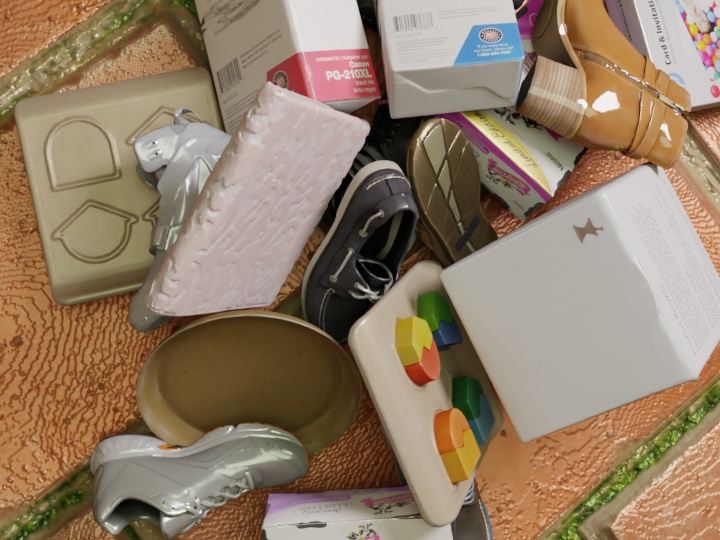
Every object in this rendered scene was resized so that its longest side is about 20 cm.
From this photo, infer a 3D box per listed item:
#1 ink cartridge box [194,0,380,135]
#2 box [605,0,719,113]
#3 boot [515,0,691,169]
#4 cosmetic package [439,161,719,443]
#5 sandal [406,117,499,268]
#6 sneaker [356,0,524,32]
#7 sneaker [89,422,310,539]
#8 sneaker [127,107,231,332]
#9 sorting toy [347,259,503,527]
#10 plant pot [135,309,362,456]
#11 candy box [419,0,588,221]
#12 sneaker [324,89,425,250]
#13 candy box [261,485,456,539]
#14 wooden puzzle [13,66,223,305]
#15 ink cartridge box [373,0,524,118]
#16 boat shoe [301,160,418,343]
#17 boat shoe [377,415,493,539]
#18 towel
[{"bbox_3d":[-0.076,-0.228,0.969,0.084,0.144,0.201,-12,86,-38],"label":"ink cartridge box"},{"bbox_3d":[0.341,-0.241,1.064,0.199,0.041,0.157,-13,86,-28],"label":"box"},{"bbox_3d":[0.234,-0.193,0.974,0.154,0.074,0.201,20,70,-6],"label":"boot"},{"bbox_3d":[0.207,0.021,0.941,0.166,0.200,0.168,-27,88,31],"label":"cosmetic package"},{"bbox_3d":[0.079,-0.054,0.994,0.080,0.054,0.201,-51,136,-23],"label":"sandal"},{"bbox_3d":[0.061,-0.255,1.042,0.198,0.066,0.091,5,88,-2],"label":"sneaker"},{"bbox_3d":[-0.142,0.196,0.944,0.198,0.076,0.092,-6,44,0],"label":"sneaker"},{"bbox_3d":[-0.168,-0.049,0.939,0.115,0.075,0.201,34,73,1],"label":"sneaker"},{"bbox_3d":[0.070,0.097,0.929,0.036,0.200,0.186,-19,98,26],"label":"sorting toy"},{"bbox_3d":[-0.098,0.103,0.946,0.198,0.201,0.028,2,42,-8],"label":"plant pot"},{"bbox_3d":[0.167,-0.165,1.019,0.136,0.061,0.200,41,60,-3],"label":"candy box"},{"bbox_3d":[0.021,-0.118,1.000,0.099,0.070,0.202,15,83,-50],"label":"sneaker"},{"bbox_3d":[0.005,0.298,0.941,0.166,0.072,0.202,-3,101,1],"label":"candy box"},{"bbox_3d":[-0.213,-0.079,0.997,0.184,0.046,0.201,-12,82,-10],"label":"wooden puzzle"},{"bbox_3d":[0.071,-0.240,0.953,0.115,0.067,0.201,-5,60,-1],"label":"ink cartridge box"},{"bbox_3d":[0.000,0.000,0.956,0.072,0.201,0.063,-2,40,-31],"label":"boat shoe"},{"bbox_3d":[0.071,0.197,0.996,0.072,0.072,0.201,-27,89,-10],"label":"boat shoe"},{"bbox_3d":[-0.081,-0.054,0.886,0.032,0.191,0.201,34,103,18],"label":"towel"}]
